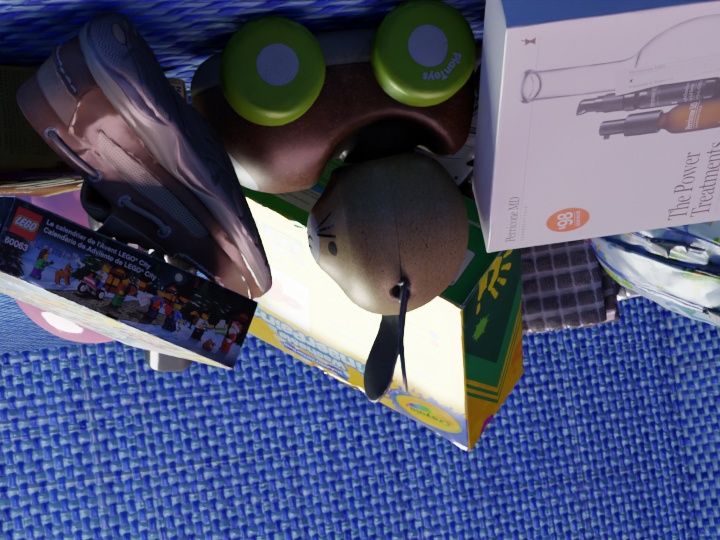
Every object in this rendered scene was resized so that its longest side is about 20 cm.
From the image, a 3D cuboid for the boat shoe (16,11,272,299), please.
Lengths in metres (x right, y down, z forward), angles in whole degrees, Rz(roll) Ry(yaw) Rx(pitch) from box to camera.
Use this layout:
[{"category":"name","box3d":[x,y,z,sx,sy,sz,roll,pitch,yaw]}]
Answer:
[{"category":"boat shoe","box3d":[-0.108,-0.048,1.232,0.071,0.076,0.200,-28,133,7]}]

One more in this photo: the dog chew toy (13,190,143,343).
[{"category":"dog chew toy","box3d":[-0.174,-0.028,1.576,0.123,0.126,0.200,-8,164,-8]}]

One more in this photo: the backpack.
[{"category":"backpack","box3d":[0.216,-0.046,1.422,0.199,0.164,0.154,12,158,49]}]

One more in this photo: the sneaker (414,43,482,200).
[{"category":"sneaker","box3d":[0.079,-0.089,1.464,0.199,0.089,0.075,-15,171,43]}]

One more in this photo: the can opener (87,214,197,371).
[{"category":"can opener","box3d":[-0.134,-0.009,1.493,0.066,0.054,0.201,-2,144,-6]}]

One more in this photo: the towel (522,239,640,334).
[{"category":"towel","box3d":[0.075,-0.036,1.572,0.199,0.167,0.085,-9,-178,30]}]

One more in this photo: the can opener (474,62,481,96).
[{"category":"can opener","box3d":[0.159,-0.123,1.359,0.198,0.079,0.063,-17,169,-12]}]

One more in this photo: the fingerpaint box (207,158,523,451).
[{"category":"fingerpaint box","box3d":[0.000,0.000,1.484,0.199,0.074,0.167,27,152,21]}]

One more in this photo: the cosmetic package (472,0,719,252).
[{"category":"cosmetic package","box3d":[0.138,-0.091,1.254,0.149,0.052,0.201,-6,148,-4]}]

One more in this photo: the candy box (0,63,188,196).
[{"category":"candy box","box3d":[-0.197,-0.074,1.318,0.116,0.057,0.199,-9,175,33]}]

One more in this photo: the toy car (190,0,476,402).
[{"category":"toy car","box3d":[-0.004,-0.029,1.319,0.156,0.202,0.164,-8,175,-9]}]

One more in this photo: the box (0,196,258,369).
[{"category":"box","box3d":[-0.149,0.004,1.268,0.136,0.038,0.200,25,173,-20]}]
